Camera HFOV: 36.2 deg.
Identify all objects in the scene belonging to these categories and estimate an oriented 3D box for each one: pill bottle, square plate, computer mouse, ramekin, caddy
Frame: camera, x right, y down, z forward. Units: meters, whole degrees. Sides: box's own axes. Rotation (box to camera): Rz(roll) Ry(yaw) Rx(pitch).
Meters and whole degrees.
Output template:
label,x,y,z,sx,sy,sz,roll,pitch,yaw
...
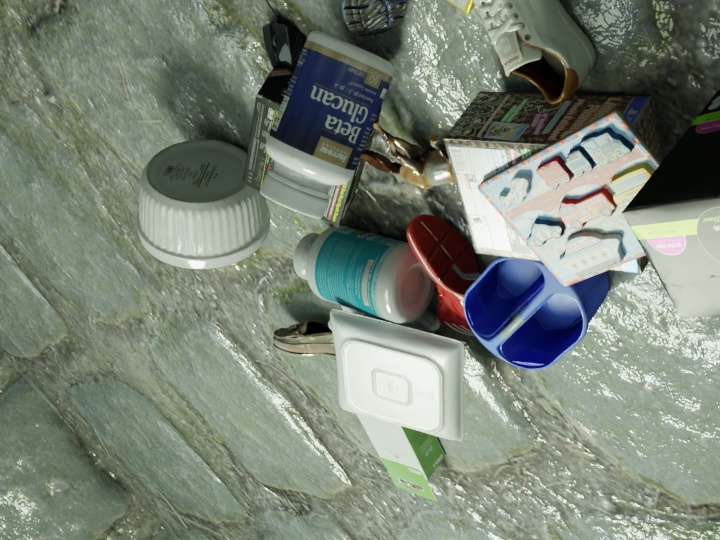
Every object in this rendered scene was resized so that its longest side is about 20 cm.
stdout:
label,x,y,z,sx,sy,sz,roll,pitch,yaw
pill bottle,-0.045,-0.169,1.298,0.111,0.201,0.111,22,-172,-3
square plate,0.049,0.154,1.549,0.197,0.028,0.201,14,134,20
computer mouse,-0.114,-0.315,1.377,0.058,0.034,0.201,9,134,45
ramekin,-0.232,-0.105,1.619,0.200,0.200,0.105,27,137,25
pill bottle,0.000,0.000,1.550,0.199,0.111,0.111,16,140,37
caddy,0.209,0.041,1.350,0.141,0.105,0.200,42,146,5

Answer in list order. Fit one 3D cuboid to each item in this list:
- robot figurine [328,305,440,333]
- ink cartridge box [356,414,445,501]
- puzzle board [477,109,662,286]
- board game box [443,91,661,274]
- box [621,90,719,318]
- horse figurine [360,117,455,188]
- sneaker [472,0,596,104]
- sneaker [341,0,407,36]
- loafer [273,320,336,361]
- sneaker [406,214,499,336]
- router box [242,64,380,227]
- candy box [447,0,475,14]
label,x,y,z,sx,sy,sz,roll,pitch,yaw
robot figurine,0.050,0.112,1.625,0.200,0.113,0.170,40,124,8
ink cartridge box,0.076,0.291,1.863,0.104,0.059,0.201,9,135,44
puzzle board,0.227,-0.063,1.103,0.151,0.017,0.200,47,143,-12
board game box,0.211,-0.097,1.175,0.199,0.097,0.160,9,135,33
box,0.355,-0.070,0.964,0.148,0.200,0.125,-8,122,53
horse figurine,0.087,-0.132,1.331,0.199,0.050,0.133,6,156,32
sneaker,0.151,-0.248,1.078,0.200,0.085,0.073,44,145,-13
sneaker,0.000,-0.337,1.193,0.075,0.079,0.200,-13,143,9
loafer,-0.064,0.106,1.808,0.199,0.072,0.063,7,117,37
sneaker,0.111,0.020,1.479,0.200,0.078,0.115,51,147,-9
router box,-0.068,-0.160,1.451,0.149,0.062,0.200,25,148,3
candy box,0.099,-0.354,1.089,0.102,0.026,0.200,38,149,10
